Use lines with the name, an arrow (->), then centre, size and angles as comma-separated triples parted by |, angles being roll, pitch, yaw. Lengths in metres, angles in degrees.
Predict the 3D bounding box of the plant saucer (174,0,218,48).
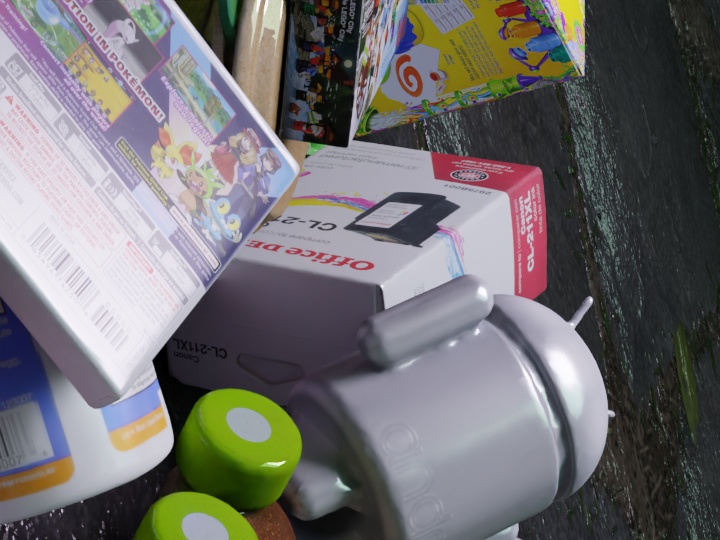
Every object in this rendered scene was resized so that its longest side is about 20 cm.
plant saucer -> -0.056, -0.198, 1.287 | 0.200, 0.048, 0.201 | 37, 69, -73

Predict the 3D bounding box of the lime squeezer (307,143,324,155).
lime squeezer -> -0.027, -0.105, 1.490 | 0.071, 0.038, 0.200 | -64, 145, -30

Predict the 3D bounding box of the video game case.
video game case -> -0.126, -0.070, 0.945 | 0.200, 0.023, 0.182 | 52, 40, -14

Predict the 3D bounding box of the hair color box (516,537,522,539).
hair color box -> 0.020, 0.163, 1.229 | 0.061, 0.199, 0.099 | -70, 166, 12

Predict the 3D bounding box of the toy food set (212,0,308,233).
toy food set -> -0.054, -0.114, 1.167 | 0.200, 0.048, 0.199 | 90, 11, -57

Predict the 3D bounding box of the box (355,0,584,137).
box -> 0.027, -0.212, 1.496 | 0.200, 0.192, 0.122 | 56, 28, -43

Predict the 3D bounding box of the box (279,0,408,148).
box -> -0.001, -0.162, 1.176 | 0.200, 0.038, 0.137 | -68, 166, -65

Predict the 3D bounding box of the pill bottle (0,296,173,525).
pill bottle -> -0.162, 0.002, 0.983 | 0.112, 0.112, 0.201 | -34, 109, -68

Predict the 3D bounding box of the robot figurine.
robot figurine -> 0.042, 0.083, 1.126 | 0.113, 0.199, 0.170 | 42, -31, 46

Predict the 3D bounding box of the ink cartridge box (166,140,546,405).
ink cartridge box -> 0.000, 0.000, 1.275 | 0.200, 0.145, 0.083 | -35, 129, -54

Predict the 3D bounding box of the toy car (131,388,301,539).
toy car -> -0.024, 0.183, 1.022 | 0.199, 0.165, 0.158 | 26, 33, -3
